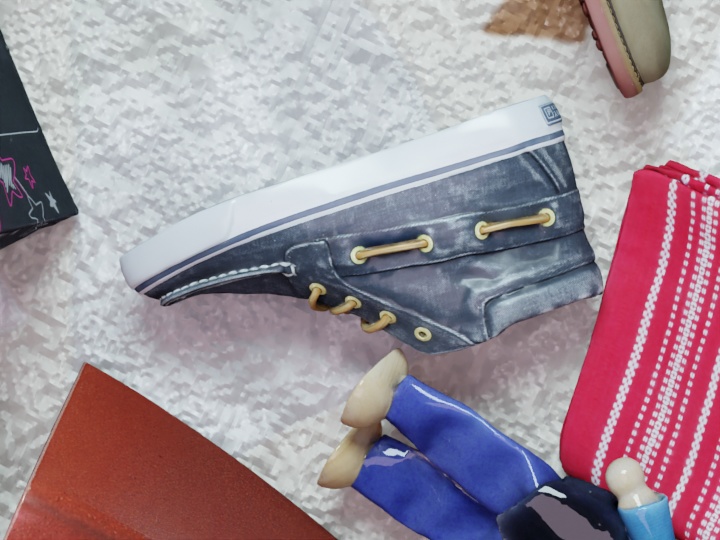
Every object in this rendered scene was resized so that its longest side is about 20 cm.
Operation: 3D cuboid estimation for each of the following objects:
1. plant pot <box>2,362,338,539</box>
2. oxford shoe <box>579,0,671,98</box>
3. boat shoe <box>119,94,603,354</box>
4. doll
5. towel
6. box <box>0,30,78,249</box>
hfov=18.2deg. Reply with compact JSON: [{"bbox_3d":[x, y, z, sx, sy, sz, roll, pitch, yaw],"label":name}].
[{"bbox_3d":[-0.083,0.183,0.932,0.175,0.200,0.201,24,100,-6],"label":"plant pot"},{"bbox_3d":[0.113,-0.172,0.910,0.074,0.070,0.201,-9,95,6],"label":"oxford shoe"},{"bbox_3d":[0.000,0.000,0.947,0.199,0.071,0.091,-18,91,11],"label":"boat shoe"},{"bbox_3d":[0.077,0.120,0.938,0.199,0.048,0.137,35,133,15],"label":"doll"},{"bbox_3d":[0.161,0.050,0.886,0.200,0.022,0.146,29,107,49],"label":"towel"},{"bbox_3d":[-0.219,-0.052,0.917,0.114,0.200,0.133,-23,91,13],"label":"box"}]
